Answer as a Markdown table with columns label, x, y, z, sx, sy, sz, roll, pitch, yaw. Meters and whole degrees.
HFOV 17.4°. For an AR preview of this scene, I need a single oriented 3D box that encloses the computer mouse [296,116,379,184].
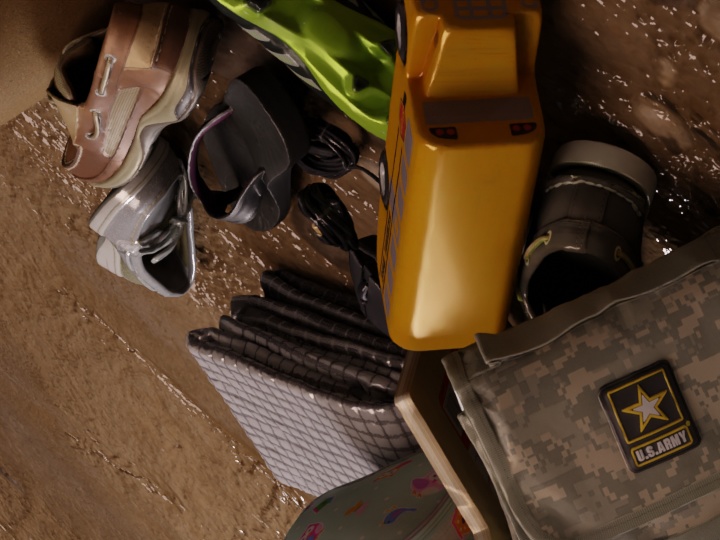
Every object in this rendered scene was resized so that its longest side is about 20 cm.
| label | x | y | z | sx | sy | sz | roll | pitch | yaw |
| --- | --- | --- | --- | --- | --- | --- | --- | --- | --- |
| computer mouse | 0.024 | -0.052 | 1.301 | 0.200 | 0.034 | 0.059 | 29 | 153 | 45 |

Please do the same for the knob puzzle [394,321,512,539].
| label | x | y | z | sx | sy | sz | roll | pitch | yaw |
| --- | --- | --- | --- | --- | --- | --- | --- | --- | --- |
| knob puzzle | 0.076 | 0.104 | 1.304 | 0.030 | 0.220 | 0.220 | -23 | 120 | 21 |

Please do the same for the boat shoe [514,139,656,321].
| label | x | y | z | sx | sy | sz | roll | pitch | yaw |
| --- | --- | --- | --- | --- | --- | --- | --- | --- | --- |
| boat shoe | 0.111 | 0.010 | 1.204 | 0.072 | 0.060 | 0.202 | 15 | 152 | 9 |

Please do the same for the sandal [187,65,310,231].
| label | x | y | z | sx | sy | sz | roll | pitch | yaw |
| --- | --- | --- | --- | --- | --- | --- | --- | --- | --- |
| sandal | -0.075 | -0.067 | 1.384 | 0.075 | 0.048 | 0.200 | 54 | 165 | 8 |

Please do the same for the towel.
| label | x | y | z | sx | sy | sz | roll | pitch | yaw |
| --- | --- | --- | --- | --- | --- | --- | --- | --- | --- |
| towel | 0.004 | 0.092 | 1.519 | 0.200 | 0.086 | 0.166 | 18 | 149 | 42 |

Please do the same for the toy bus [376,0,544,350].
| label | x | y | z | sx | sy | sz | roll | pitch | yaw |
| --- | --- | --- | --- | --- | --- | --- | --- | --- | --- |
| toy bus | 0.047 | -0.051 | 1.135 | 0.065 | 0.079 | 0.200 | -2 | 142 | -7 |

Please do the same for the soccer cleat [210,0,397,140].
| label | x | y | z | sx | sy | sz | roll | pitch | yaw |
| --- | --- | --- | --- | --- | --- | --- | --- | --- | --- |
| soccer cleat | -0.037 | -0.137 | 1.200 | 0.200 | 0.068 | 0.081 | 45 | 170 | -8 |

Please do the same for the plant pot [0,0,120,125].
| label | x | y | z | sx | sy | sz | roll | pitch | yaw |
| --- | --- | --- | --- | --- | --- | --- | --- | --- | --- |
| plant pot | -0.276 | -0.140 | 1.404 | 0.186 | 0.200 | 0.187 | 36 | 157 | 17 |

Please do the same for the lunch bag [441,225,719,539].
| label | x | y | z | sx | sy | sz | roll | pitch | yaw |
| --- | --- | --- | --- | --- | --- | --- | --- | --- | --- |
| lunch bag | 0.141 | 0.081 | 1.139 | 0.118 | 0.163 | 0.200 | -115 | 0 | -47 |

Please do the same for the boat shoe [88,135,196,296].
| label | x | y | z | sx | sy | sz | roll | pitch | yaw |
| --- | --- | --- | --- | --- | --- | --- | --- | --- | --- |
| boat shoe | -0.134 | -0.031 | 1.540 | 0.065 | 0.075 | 0.202 | 34 | 161 | 3 |

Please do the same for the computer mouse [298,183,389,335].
| label | x | y | z | sx | sy | sz | roll | pitch | yaw |
| --- | --- | --- | --- | --- | --- | --- | --- | --- | --- |
| computer mouse | 0.000 | 0.000 | 1.318 | 0.059 | 0.034 | 0.200 | 59 | -174 | 27 |

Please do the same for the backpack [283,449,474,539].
| label | x | y | z | sx | sy | sz | roll | pitch | yaw |
| --- | --- | --- | --- | --- | --- | --- | --- | --- | --- |
| backpack | 0.033 | 0.204 | 1.368 | 0.175 | 0.200 | 0.153 | -24 | 118 | 34 |

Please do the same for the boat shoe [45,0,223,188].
| label | x | y | z | sx | sy | sz | roll | pitch | yaw |
| --- | --- | --- | --- | --- | --- | --- | --- | --- | --- |
| boat shoe | -0.145 | -0.111 | 1.384 | 0.074 | 0.076 | 0.200 | 20 | 154 | -17 |
